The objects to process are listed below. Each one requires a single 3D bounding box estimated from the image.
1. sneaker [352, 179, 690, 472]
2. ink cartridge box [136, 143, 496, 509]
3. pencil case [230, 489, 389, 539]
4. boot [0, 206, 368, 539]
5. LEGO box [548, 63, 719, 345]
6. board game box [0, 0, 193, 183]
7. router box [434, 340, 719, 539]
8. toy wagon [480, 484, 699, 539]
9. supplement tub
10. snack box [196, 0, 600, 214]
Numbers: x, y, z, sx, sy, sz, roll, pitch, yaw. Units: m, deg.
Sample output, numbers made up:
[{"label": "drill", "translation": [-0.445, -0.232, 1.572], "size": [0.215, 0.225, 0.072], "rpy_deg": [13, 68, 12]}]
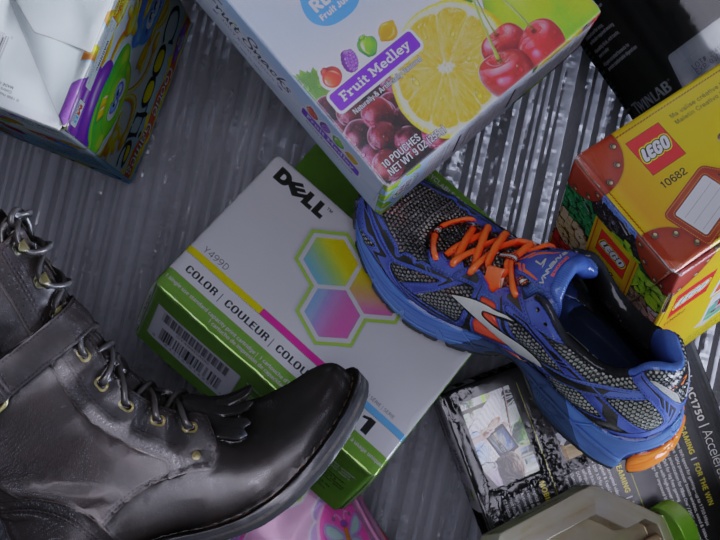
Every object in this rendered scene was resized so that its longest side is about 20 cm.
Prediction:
[{"label": "sneaker", "translation": [0.083, 0.009, 0.752], "size": [0.199, 0.079, 0.075], "rpy_deg": [35, 56, 12]}, {"label": "ink cartridge box", "translation": [0.000, 0.000, 0.822], "size": [0.148, 0.076, 0.200], "rpy_deg": [40, 62, 2]}, {"label": "pencil case", "translation": [-0.023, 0.153, 0.846], "size": [0.087, 0.087, 0.201], "rpy_deg": [-32, 86, -2]}, {"label": "boot", "translation": [-0.113, 0.047, 0.685], "size": [0.199, 0.069, 0.175], "rpy_deg": [-32, 104, -5]}, {"label": "LEGO box", "translation": [0.198, -0.045, 0.799], "size": [0.199, 0.149, 0.077], "rpy_deg": [-32, 69, -16]}, {"label": "board game box", "translation": [-0.162, -0.122, 0.801], "size": [0.104, 0.200, 0.104], "rpy_deg": [21, 87, 1]}, {"label": "router box", "translation": [0.143, 0.138, 0.864], "size": [0.148, 0.051, 0.202], "rpy_deg": [-20, 87, -3]}, {"label": "toy wagon", "translation": [0.129, 0.218, 0.792], "size": [0.154, 0.040, 0.202], "rpy_deg": [-22, 89, -25]}, {"label": "supplement tub", "translation": [0.151, -0.188, 0.846], "size": [0.122, 0.123, 0.201], "rpy_deg": [-34, 88, -2]}, {"label": "snack box", "translation": [-0.001, -0.151, 0.753], "size": [0.142, 0.053, 0.200], "rpy_deg": [-39, 84, -13]}]
